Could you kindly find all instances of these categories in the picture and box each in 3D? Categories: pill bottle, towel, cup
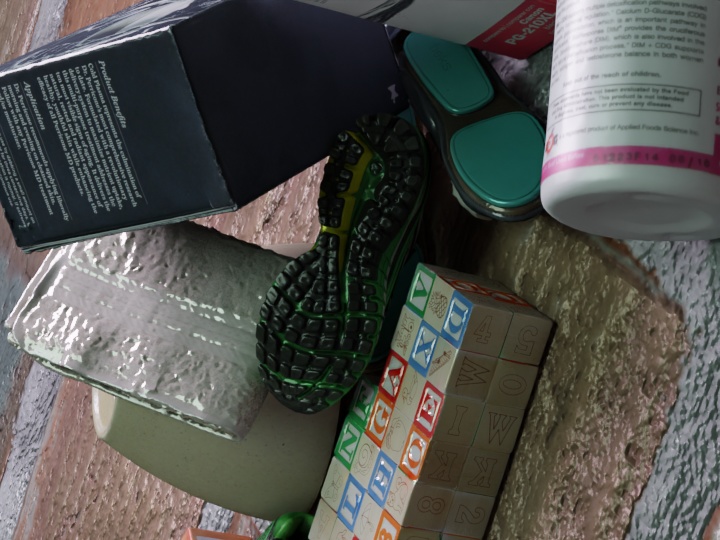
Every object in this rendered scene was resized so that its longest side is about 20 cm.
[{"bbox_3d":[0.158,-0.124,1.160,0.113,0.113,0.201,-18,64,61],"label":"pill bottle"},{"bbox_3d":[-0.132,0.025,1.461,0.200,0.034,0.133,18,68,25],"label":"towel"},{"bbox_3d":[-0.109,0.073,1.543,0.200,0.143,0.201,-174,90,-73],"label":"cup"}]

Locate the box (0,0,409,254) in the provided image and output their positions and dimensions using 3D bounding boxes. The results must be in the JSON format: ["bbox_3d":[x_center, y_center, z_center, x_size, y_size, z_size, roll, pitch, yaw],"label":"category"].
[{"bbox_3d":[-0.111,-0.112,1.416,0.196,0.200,0.124,-8,107,38],"label":"box"}]

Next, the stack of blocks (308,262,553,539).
[{"bbox_3d":[0.041,0.101,1.360,0.115,0.058,0.200,39,114,62],"label":"stack of blocks"}]

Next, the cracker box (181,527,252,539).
[{"bbox_3d":[-0.130,0.307,1.616,0.200,0.058,0.134,-62,30,30],"label":"cracker box"}]

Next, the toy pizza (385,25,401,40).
[{"bbox_3d":[-0.024,-0.231,1.498,0.200,0.032,0.201,-2,86,35],"label":"toy pizza"}]

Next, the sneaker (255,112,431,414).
[{"bbox_3d":[0.000,0.000,1.395,0.200,0.078,0.085,-66,-17,7],"label":"sneaker"}]

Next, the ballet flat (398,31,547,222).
[{"bbox_3d":[0.078,-0.078,1.365,0.073,0.073,0.200,-63,33,28],"label":"ballet flat"}]

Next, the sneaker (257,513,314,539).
[{"bbox_3d":[-0.042,0.236,1.430,0.085,0.078,0.200,-62,29,27],"label":"sneaker"}]

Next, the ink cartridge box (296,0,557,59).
[{"bbox_3d":[0.037,-0.230,1.351,0.084,0.200,0.145,-30,53,56],"label":"ink cartridge box"}]

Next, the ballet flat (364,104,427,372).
[{"bbox_3d":[0.009,-0.020,1.483,0.072,0.068,0.201,115,158,-69],"label":"ballet flat"}]
